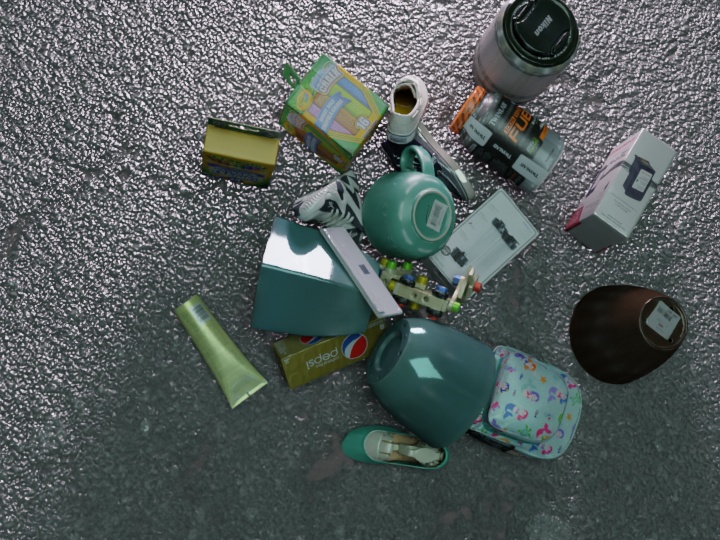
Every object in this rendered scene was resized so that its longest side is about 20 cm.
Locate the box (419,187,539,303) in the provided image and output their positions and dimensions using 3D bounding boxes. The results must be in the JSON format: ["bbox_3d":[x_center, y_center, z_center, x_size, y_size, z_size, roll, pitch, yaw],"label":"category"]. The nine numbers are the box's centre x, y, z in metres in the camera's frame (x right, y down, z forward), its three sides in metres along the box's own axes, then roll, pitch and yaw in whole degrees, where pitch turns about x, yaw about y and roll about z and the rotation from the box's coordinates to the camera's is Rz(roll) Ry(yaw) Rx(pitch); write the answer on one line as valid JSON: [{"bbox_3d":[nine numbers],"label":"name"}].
[{"bbox_3d":[0.221,-0.045,1.781,0.200,0.060,0.117,-42,90,-13],"label":"box"}]

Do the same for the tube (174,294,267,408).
[{"bbox_3d":[-0.250,0.138,1.675,0.201,0.058,0.052,55,34,-2],"label":"tube"}]

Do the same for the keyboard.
[{"bbox_3d":[0.000,0.000,1.602,0.056,0.011,0.201,-1,48,-45],"label":"keyboard"}]

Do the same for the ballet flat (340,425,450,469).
[{"bbox_3d":[0.066,0.311,1.689,0.197,0.070,0.069,9,79,-8],"label":"ballet flat"}]

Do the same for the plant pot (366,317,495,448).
[{"bbox_3d":[0.107,0.175,1.633,0.160,0.200,0.203,33,76,-20],"label":"plant pot"}]

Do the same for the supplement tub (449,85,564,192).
[{"bbox_3d":[0.272,-0.248,1.792,0.199,0.123,0.123,34,77,-3],"label":"supplement tub"}]

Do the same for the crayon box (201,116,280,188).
[{"bbox_3d":[-0.209,-0.199,1.656,0.124,0.200,0.052,11,79,-8],"label":"crayon box"}]

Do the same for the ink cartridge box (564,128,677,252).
[{"bbox_3d":[0.488,-0.148,1.803,0.084,0.145,0.201,34,76,-3],"label":"ink cartridge box"}]

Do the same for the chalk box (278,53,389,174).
[{"bbox_3d":[-0.068,-0.296,1.738,0.199,0.124,0.124,37,76,-2],"label":"chalk box"}]

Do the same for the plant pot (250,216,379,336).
[{"bbox_3d":[-0.072,0.023,1.640,0.197,0.143,0.142,12,38,-3],"label":"plant pot"}]

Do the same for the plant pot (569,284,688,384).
[{"bbox_3d":[0.502,0.105,1.736,0.184,0.200,0.190,2,80,-10],"label":"plant pot"}]

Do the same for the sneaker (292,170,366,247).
[{"bbox_3d":[-0.040,-0.090,1.696,0.079,0.199,0.131,-23,99,21],"label":"sneaker"}]

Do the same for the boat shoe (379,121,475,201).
[{"bbox_3d":[0.120,-0.189,1.787,0.092,0.075,0.201,-38,81,-7],"label":"boat shoe"}]

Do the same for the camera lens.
[{"bbox_3d":[0.304,-0.409,1.781,0.157,0.200,0.163,2,77,-10],"label":"camera lens"}]

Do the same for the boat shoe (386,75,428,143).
[{"bbox_3d":[0.085,-0.314,1.748,0.070,0.071,0.201,11,42,7],"label":"boat shoe"}]

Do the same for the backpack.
[{"bbox_3d":[0.294,0.241,1.709,0.198,0.150,0.180,26,76,-10],"label":"backpack"}]

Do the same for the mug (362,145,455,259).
[{"bbox_3d":[0.089,-0.112,1.690,0.151,0.114,0.187,-29,109,-29],"label":"mug"}]

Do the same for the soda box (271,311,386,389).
[{"bbox_3d":[-0.051,0.132,1.688,0.197,0.064,0.069,-22,119,-12],"label":"soda box"}]

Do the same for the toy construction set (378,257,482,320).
[{"bbox_3d":[0.112,0.033,1.683,0.197,0.131,0.094,5,95,14],"label":"toy construction set"}]
